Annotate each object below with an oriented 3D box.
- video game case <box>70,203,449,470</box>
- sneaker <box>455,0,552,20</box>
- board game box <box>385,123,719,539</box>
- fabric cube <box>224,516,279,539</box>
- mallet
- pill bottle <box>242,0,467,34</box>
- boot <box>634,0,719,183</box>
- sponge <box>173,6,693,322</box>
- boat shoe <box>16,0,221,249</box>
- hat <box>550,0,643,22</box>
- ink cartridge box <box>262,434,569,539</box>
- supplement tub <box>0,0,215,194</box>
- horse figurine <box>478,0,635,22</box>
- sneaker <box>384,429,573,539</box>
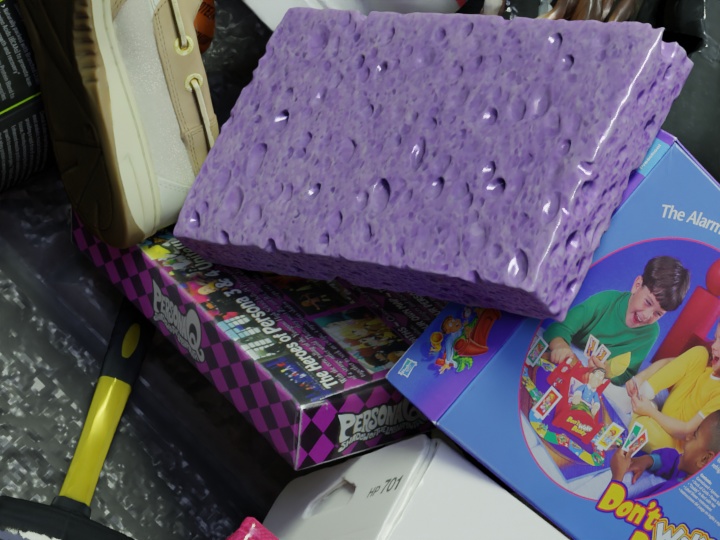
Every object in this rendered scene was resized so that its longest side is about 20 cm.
[{"bbox_3d":[0.000,0.000,0.957,0.181,0.036,0.200,-14,35,-30],"label":"video game case"},{"bbox_3d":[0.029,-0.183,1.069,0.075,0.115,0.200,-22,60,20],"label":"sneaker"},{"bbox_3d":[0.124,0.051,0.867,0.135,0.045,0.200,-49,122,0],"label":"board game box"},{"bbox_3d":[-0.053,0.240,0.803,0.196,0.200,0.199,41,63,-4],"label":"fabric cube"},{"bbox_3d":[-0.100,0.060,0.978,0.066,0.041,0.200,26,58,-3],"label":"mallet"},{"bbox_3d":[0.031,-0.177,0.980,0.200,0.109,0.109,-44,82,4],"label":"pill bottle"},{"bbox_3d":[0.187,-0.021,1.018,0.200,0.066,0.165,38,49,-38],"label":"boot"},{"bbox_3d":[0.021,-0.045,0.856,0.030,0.200,0.112,41,69,-40],"label":"sponge"},{"bbox_3d":[-0.097,-0.112,0.910,0.066,0.074,0.200,-22,118,-31],"label":"boat shoe"},{"bbox_3d":[0.147,-0.177,1.114,0.081,0.200,0.201,22,52,-52],"label":"hat"},{"bbox_3d":[0.055,0.164,0.884,0.200,0.146,0.086,37,64,-13],"label":"ink cartridge box"},{"bbox_3d":[-0.170,-0.095,0.977,0.200,0.123,0.123,-30,77,-25],"label":"supplement tub"},{"bbox_3d":[0.066,-0.090,0.986,0.050,0.133,0.200,35,29,20],"label":"horse figurine"},{"bbox_3d":[0.112,0.096,0.994,0.200,0.080,0.074,6,63,-15],"label":"sneaker"}]
